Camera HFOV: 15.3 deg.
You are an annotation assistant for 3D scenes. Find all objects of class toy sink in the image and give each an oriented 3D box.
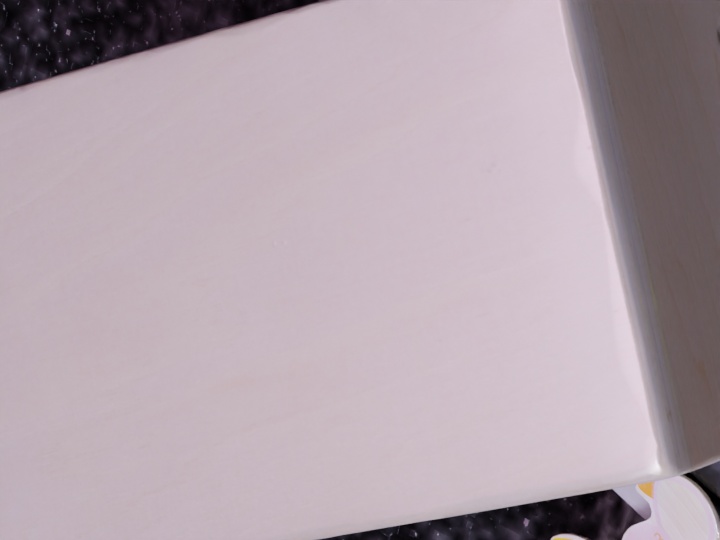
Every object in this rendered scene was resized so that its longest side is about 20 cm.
[{"bbox_3d":[0.000,0.000,0.710,0.199,0.112,0.131,-14,88,29],"label":"toy sink"}]

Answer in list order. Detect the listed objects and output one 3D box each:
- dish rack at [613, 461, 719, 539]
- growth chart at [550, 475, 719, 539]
[{"bbox_3d":[0.113,-0.033,0.724,0.172,0.043,0.200,43,117,22],"label":"dish rack"},{"bbox_3d":[0.084,0.143,0.752,0.145,0.018,0.200,54,133,8],"label":"growth chart"}]
